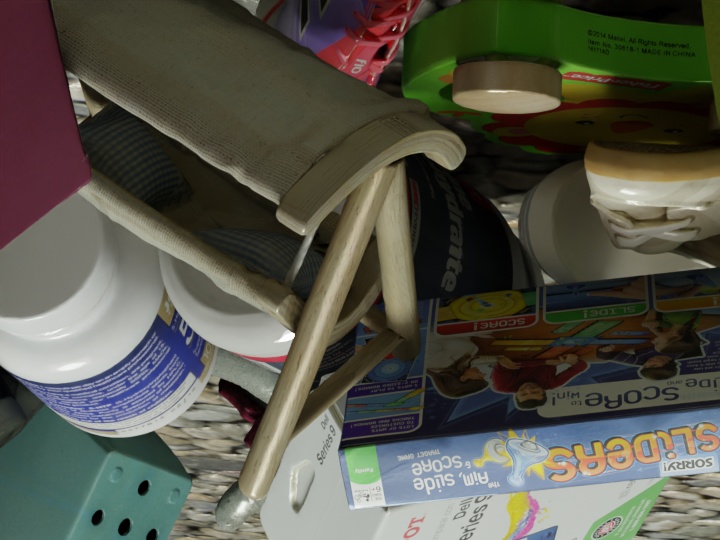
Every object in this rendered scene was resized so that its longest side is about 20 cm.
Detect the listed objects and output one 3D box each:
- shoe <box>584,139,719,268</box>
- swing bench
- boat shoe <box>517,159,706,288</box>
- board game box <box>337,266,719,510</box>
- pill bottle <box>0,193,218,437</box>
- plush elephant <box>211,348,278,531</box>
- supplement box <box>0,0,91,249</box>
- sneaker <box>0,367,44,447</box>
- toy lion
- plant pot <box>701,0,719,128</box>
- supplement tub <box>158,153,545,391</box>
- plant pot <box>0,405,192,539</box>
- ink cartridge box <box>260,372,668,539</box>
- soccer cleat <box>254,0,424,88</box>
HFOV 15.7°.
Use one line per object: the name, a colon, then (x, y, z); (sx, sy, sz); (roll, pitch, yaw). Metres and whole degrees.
shoe: (0.152, -0.029, 1.203); (0.070, 0.054, 0.200); (2, 179, 23)
swing bench: (-0.072, -0.045, 1.127); (0.199, 0.130, 0.200); (35, 143, 19)
boat shoe: (0.120, -0.027, 1.338); (0.068, 0.072, 0.200); (0, -171, 30)
board game box: (0.094, 0.051, 1.205); (0.200, 0.135, 0.035); (-6, 117, 8)
pill bottle: (-0.162, 0.016, 1.510); (0.119, 0.120, 0.200); (1, 163, 12)
plush elephant: (-0.040, 0.111, 1.713); (0.200, 0.155, 0.165); (-5, 160, 30)
supplement box: (-0.215, -0.087, 1.053); (0.200, 0.086, 0.111); (21, 136, 32)
sneaker: (-0.250, 0.067, 1.539); (0.114, 0.076, 0.199); (46, -172, -6)
toy lion: (0.108, -0.086, 1.216); (0.200, 0.069, 0.192); (6, 171, -21)
plant pot: (0.223, -0.066, 1.028); (0.200, 0.193, 0.200); (5, 162, 1)
supplement tub: (0.000, 0.000, 1.382); (0.140, 0.141, 0.200); (-6, 160, 31)
plant pot: (-0.221, 0.134, 1.738); (0.200, 0.142, 0.141); (25, 178, 39)
ink cartridge box: (0.063, 0.100, 1.354); (0.200, 0.088, 0.145); (-14, 149, -26)
soccer cleat: (-0.002, -0.110, 1.146); (0.068, 0.073, 0.200); (9, 162, -16)
